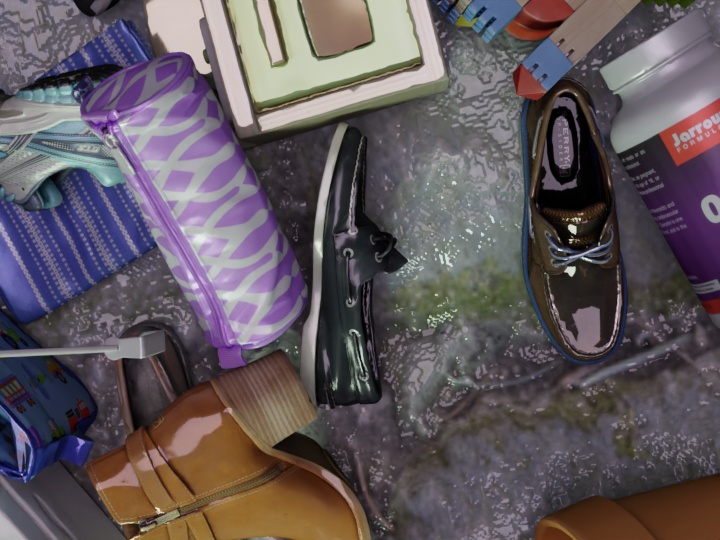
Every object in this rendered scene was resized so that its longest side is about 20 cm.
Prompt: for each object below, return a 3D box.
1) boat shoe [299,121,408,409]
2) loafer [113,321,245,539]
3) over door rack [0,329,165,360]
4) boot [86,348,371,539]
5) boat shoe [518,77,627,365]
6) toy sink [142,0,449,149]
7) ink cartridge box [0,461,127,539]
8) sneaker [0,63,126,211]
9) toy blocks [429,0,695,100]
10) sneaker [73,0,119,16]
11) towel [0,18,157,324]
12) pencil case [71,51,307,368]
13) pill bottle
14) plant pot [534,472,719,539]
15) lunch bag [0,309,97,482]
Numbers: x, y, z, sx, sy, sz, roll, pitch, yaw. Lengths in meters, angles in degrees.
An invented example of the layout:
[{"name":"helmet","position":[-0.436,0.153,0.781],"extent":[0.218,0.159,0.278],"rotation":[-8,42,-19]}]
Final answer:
[{"name":"boat shoe","position":[0.000,0.001,0.942],"extent":[0.065,0.074,0.202],"rotation":[8,97,8]},{"name":"loafer","position":[-0.136,0.138,0.966],"extent":[0.071,0.063,0.203],"rotation":[-17,93,4]},{"name":"over door rack","position":[-0.211,0.116,0.815],"extent":[0.197,0.067,0.150],"rotation":[-4,95,4]},{"name":"boot","position":[-0.083,0.166,0.923],"extent":[0.154,0.077,0.202],"rotation":[-29,124,-9]},{"name":"boat shoe","position":[0.143,-0.031,0.935],"extent":[0.071,0.072,0.203],"rotation":[-11,93,4]},{"name":"toy sink","position":[-0.051,-0.161,0.917],"extent":[0.197,0.112,0.132],"rotation":[-15,93,4]},{"name":"ink cartridge box","position":[-0.276,0.233,0.938],"extent":[0.200,0.145,0.148],"rotation":[-42,92,5]},{"name":"sneaker","position":[-0.243,-0.077,0.910],"extent":[0.197,0.078,0.088],"rotation":[-8,104,16]},{"name":"toy blocks","position":[0.106,-0.207,0.897],"extent":[0.137,0.100,0.200],"rotation":[-43,91,-9]},{"name":"sneaker","position":[-0.122,-0.245,0.934],"extent":[0.082,0.072,0.200],"rotation":[24,120,-39]},{"name":"towel","position":[-0.203,-0.065,0.950],"extent":[0.199,0.024,0.146],"rotation":[-29,93,21]},{"name":"pencil case","position":[-0.105,-0.042,0.872],"extent":[0.083,0.086,0.201],"rotation":[-12,121,28]},{"name":"pill bottle","position":[0.242,-0.068,0.908],"extent":[0.112,0.112,0.202],"rotation":[-31,92,4]},{"name":"plant pot","position":[0.225,0.226,0.900],"extent":[0.139,0.200,0.202],"rotation":[-24,93,-12]},{"name":"lunch bag","position":[-0.266,0.069,0.924],"extent":[0.198,0.151,0.095],"rotation":[31,95,1]}]
